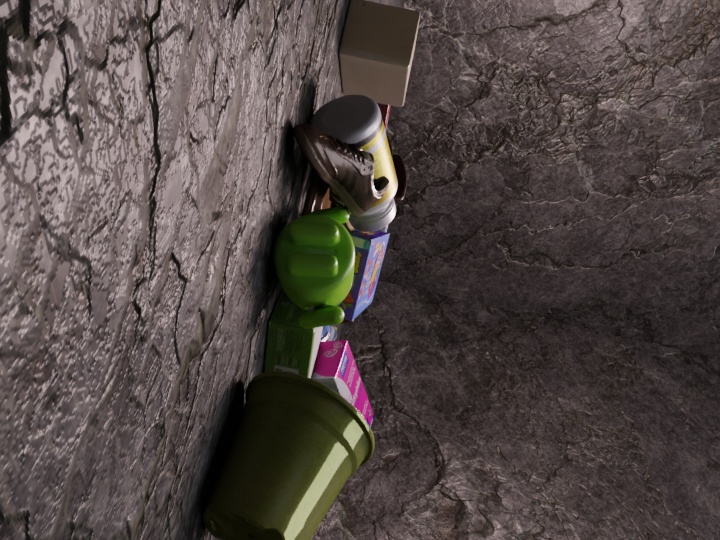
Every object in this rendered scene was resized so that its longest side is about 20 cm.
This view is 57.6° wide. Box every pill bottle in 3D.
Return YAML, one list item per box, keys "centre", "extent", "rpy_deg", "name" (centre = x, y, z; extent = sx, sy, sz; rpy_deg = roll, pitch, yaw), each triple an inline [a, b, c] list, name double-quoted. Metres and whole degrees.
- centre: [-0.003, -0.163, 1.039]
  extent: [0.202, 0.110, 0.114]
  rpy_deg: [71, 25, -44]
  name: "pill bottle"

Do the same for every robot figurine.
- centre: [-0.065, -0.008, 0.952]
  extent: [0.200, 0.113, 0.179]
  rpy_deg: [96, -6, -74]
  name: "robot figurine"

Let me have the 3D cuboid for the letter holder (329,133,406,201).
- centre: [0.017, -0.215, 1.202]
  extent: [0.201, 0.139, 0.102]
  rpy_deg: [-87, 179, -57]
  name: "letter holder"

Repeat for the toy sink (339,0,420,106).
- centre: [0.036, -0.407, 1.237]
  extent: [0.200, 0.128, 0.114]
  rpy_deg: [77, 25, -83]
  name: "toy sink"

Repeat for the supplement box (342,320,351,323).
- centre: [-0.031, 0.014, 1.314]
  extent: [0.200, 0.060, 0.111]
  rpy_deg: [-59, 135, -64]
  name: "supplement box"

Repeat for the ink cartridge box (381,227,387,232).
- centre: [-0.014, -0.087, 1.501]
  extent: [0.085, 0.142, 0.202]
  rpy_deg: [103, 1, -51]
  name: "ink cartridge box"

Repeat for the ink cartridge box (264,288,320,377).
- centre: [-0.102, 0.090, 1.113]
  extent: [0.201, 0.074, 0.150]
  rpy_deg: [-77, 178, -56]
  name: "ink cartridge box"

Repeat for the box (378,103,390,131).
- centre: [0.011, -0.320, 1.499]
  extent: [0.100, 0.094, 0.202]
  rpy_deg: [-76, 177, -52]
  name: "box"

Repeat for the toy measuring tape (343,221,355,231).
- centre: [-0.050, -0.062, 1.110]
  extent: [0.200, 0.072, 0.075]
  rpy_deg: [-5, 108, -78]
  name: "toy measuring tape"

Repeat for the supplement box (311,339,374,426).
- centre: [-0.053, 0.238, 1.207]
  extent: [0.102, 0.101, 0.202]
  rpy_deg: [-70, 147, -51]
  name: "supplement box"

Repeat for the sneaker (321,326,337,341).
- centre: [-0.111, 0.172, 1.339]
  extent: [0.074, 0.082, 0.201]
  rpy_deg: [-45, -163, 32]
  name: "sneaker"

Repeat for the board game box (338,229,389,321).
- centre: [0.000, 0.000, 1.132]
  extent: [0.200, 0.044, 0.137]
  rpy_deg: [-29, 134, -78]
  name: "board game box"

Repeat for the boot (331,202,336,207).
- centre: [-0.038, -0.163, 1.388]
  extent: [0.097, 0.073, 0.204]
  rpy_deg: [106, -1, -76]
  name: "boot"

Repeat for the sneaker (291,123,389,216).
- centre: [-0.024, -0.154, 0.914]
  extent: [0.071, 0.075, 0.200]
  rpy_deg: [57, 6, 33]
  name: "sneaker"

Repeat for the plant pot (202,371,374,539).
- centre: [-0.104, 0.269, 0.854]
  extent: [0.202, 0.197, 0.185]
  rpy_deg: [100, 14, -45]
  name: "plant pot"

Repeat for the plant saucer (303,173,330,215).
- centre: [-0.084, -0.084, 1.220]
  extent: [0.200, 0.029, 0.204]
  rpy_deg: [13, 89, -89]
  name: "plant saucer"
